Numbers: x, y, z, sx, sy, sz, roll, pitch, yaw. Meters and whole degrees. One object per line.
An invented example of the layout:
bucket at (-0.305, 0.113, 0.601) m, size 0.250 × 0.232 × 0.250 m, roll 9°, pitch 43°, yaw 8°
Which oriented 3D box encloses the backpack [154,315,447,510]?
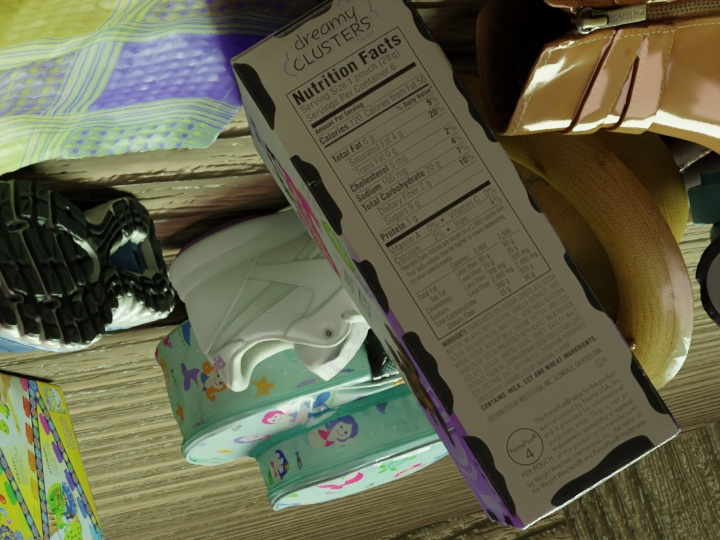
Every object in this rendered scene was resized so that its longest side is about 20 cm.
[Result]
backpack at (-0.022, 0.064, 1.104) m, size 0.199 × 0.151 × 0.178 m, roll -8°, pitch 167°, yaw -21°

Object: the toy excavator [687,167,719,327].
toy excavator at (0.227, -0.085, 0.764) m, size 0.194 × 0.201 × 0.100 m, roll -10°, pitch -177°, yaw 31°

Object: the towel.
towel at (-0.088, -0.079, 0.669) m, size 0.143 × 0.023 × 0.200 m, roll -12°, pitch 165°, yaw -30°

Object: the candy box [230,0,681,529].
candy box at (0.032, -0.001, 0.709) m, size 0.071 × 0.200 × 0.168 m, roll -32°, pitch 174°, yaw -3°

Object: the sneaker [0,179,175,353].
sneaker at (-0.157, 0.010, 0.806) m, size 0.089 × 0.079 × 0.200 m, roll -20°, pitch 173°, yaw 14°

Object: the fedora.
fedora at (0.089, -0.030, 0.840) m, size 0.082 × 0.201 × 0.201 m, roll -40°, pitch 179°, yaw -29°

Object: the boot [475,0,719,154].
boot at (0.121, -0.068, 0.668) m, size 0.155 × 0.201 × 0.077 m, roll -20°, pitch -149°, yaw -26°

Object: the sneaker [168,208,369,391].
sneaker at (0.000, 0.000, 0.953) m, size 0.199 × 0.100 × 0.075 m, roll -23°, pitch 166°, yaw 14°

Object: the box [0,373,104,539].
box at (-0.298, 0.152, 1.113) m, size 0.199 × 0.122 × 0.193 m, roll -21°, pitch 166°, yaw 12°

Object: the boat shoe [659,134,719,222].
boat shoe at (0.147, -0.056, 0.904) m, size 0.200 × 0.070 × 0.070 m, roll -19°, pitch -151°, yaw 36°
